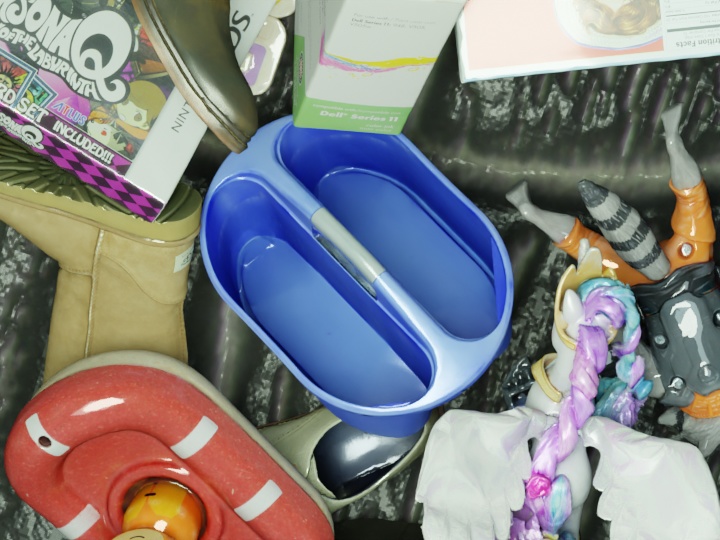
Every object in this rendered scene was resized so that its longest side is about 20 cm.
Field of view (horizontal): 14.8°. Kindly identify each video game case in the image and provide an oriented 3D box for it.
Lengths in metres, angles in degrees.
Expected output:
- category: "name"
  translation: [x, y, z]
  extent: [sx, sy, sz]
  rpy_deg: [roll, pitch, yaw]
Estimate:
- category: "video game case"
  translation: [-0.158, -0.152, 1.555]
  extent: [0.200, 0.036, 0.182]
  rpy_deg: [32, 61, -9]

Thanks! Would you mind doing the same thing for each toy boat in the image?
- category: "toy boat"
  translation: [-0.115, 0.145, 1.565]
  extent: [0.130, 0.131, 0.200]
  rpy_deg: [-37, 106, 28]

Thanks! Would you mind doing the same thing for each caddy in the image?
- category: "caddy"
  translation: [0.000, 0.000, 1.590]
  extent: [0.141, 0.105, 0.200]
  rpy_deg: [-43, 71, -6]

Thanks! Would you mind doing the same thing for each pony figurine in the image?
- category: "pony figurine"
  translation: [0.107, 0.107, 1.539]
  extent: [0.166, 0.200, 0.194]
  rpy_deg: [8, 53, -5]

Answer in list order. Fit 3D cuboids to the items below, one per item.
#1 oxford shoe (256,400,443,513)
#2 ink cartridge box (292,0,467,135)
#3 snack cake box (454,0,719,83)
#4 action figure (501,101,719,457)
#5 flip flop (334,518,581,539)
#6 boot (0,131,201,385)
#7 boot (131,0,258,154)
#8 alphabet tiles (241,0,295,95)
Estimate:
- category: "oxford shoe"
  translation: [-0.043, 0.123, 1.653]
  extent: [0.200, 0.074, 0.071]
  rpy_deg: [-34, 94, 5]
- category: "ink cartridge box"
  translation: [0.014, -0.170, 1.515]
  extent: [0.067, 0.200, 0.118]
  rpy_deg: [5, 66, -11]
- category: "snack cake box"
  translation: [0.151, -0.177, 1.616]
  extent: [0.199, 0.067, 0.116]
  rpy_deg: [-5, 98, 3]
- category: "action figure"
  translation: [0.157, 0.027, 1.616]
  extent: [0.199, 0.105, 0.194]
  rpy_deg: [-29, 102, 9]
- category: "flip flop"
  translation: [0.035, 0.184, 1.662]
  extent: [0.199, 0.081, 0.058]
  rpy_deg: [-8, 110, -2]
- category: "boot"
  translation: [-0.174, 0.027, 1.628]
  extent: [0.175, 0.066, 0.201]
  rpy_deg: [23, 125, 21]
- category: "boot"
  translation: [-0.079, -0.169, 1.511]
  extent: [0.097, 0.075, 0.201]
  rpy_deg: [-28, 80, 8]
- category: "alphabet tiles"
  translation: [-0.133, -0.182, 1.655]
  extent: [0.199, 0.015, 0.196]
  rpy_deg: [21, 97, 0]
